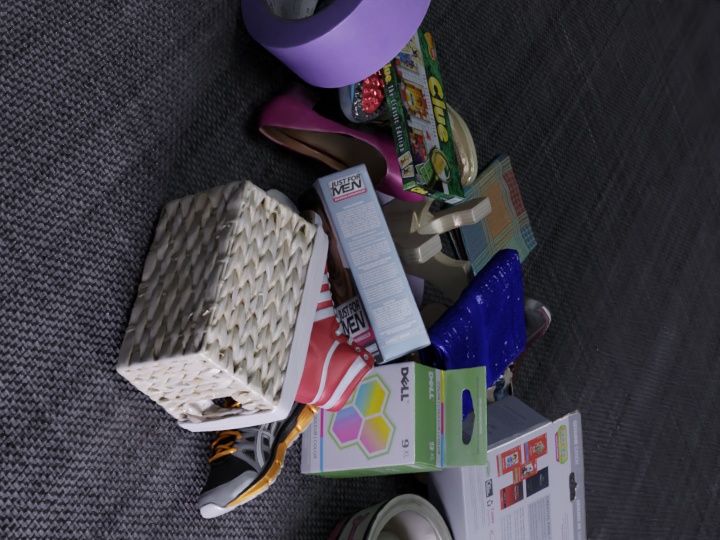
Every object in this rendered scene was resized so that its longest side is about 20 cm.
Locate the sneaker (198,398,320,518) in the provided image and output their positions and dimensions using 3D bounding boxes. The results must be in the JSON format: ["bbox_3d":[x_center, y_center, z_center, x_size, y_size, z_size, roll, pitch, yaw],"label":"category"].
[{"bbox_3d":[-0.110,0.160,1.304,0.078,0.078,0.201,51,39,-16],"label":"sneaker"}]

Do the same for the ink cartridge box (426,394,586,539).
[{"bbox_3d":[0.171,0.261,1.563,0.174,0.084,0.203,-18,116,-27],"label":"ink cartridge box"}]

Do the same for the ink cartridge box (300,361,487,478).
[{"bbox_3d":[0.032,0.155,1.388,0.059,0.198,0.105,21,65,-51],"label":"ink cartridge box"}]

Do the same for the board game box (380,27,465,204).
[{"bbox_3d":[0.064,-0.177,1.471,0.104,0.023,0.203,12,64,-57],"label":"board game box"}]

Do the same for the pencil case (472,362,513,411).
[{"bbox_3d":[0.160,0.205,1.641,0.078,0.088,0.202,-99,176,-68],"label":"pencil case"}]

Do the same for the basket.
[{"bbox_3d":[-0.129,0.031,1.249,0.123,0.134,0.202,39,52,-39],"label":"basket"}]

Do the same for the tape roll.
[{"bbox_3d":[-0.025,-0.301,1.414,0.085,0.198,0.203,33,56,-45],"label":"tape roll"}]

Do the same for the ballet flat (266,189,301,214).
[{"bbox_3d":[-0.059,0.011,1.410,0.069,0.069,0.203,-5,86,-55],"label":"ballet flat"}]

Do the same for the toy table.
[{"bbox_3d":[0.063,-0.044,1.555,0.184,0.116,0.202,-50,123,-47],"label":"toy table"}]

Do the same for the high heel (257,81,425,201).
[{"bbox_3d":[-0.021,-0.119,1.442,0.199,0.068,0.096,32,38,0],"label":"high heel"}]

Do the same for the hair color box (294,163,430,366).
[{"bbox_3d":[0.000,0.000,1.424,0.060,0.099,0.202,-18,85,-21],"label":"hair color box"}]

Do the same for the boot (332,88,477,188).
[{"bbox_3d":[0.049,-0.179,1.581,0.154,0.072,0.202,-15,76,-54],"label":"boot"}]

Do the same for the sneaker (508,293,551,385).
[{"bbox_3d":[0.183,0.108,1.670,0.200,0.075,0.117,91,17,-68],"label":"sneaker"}]

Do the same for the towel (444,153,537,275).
[{"bbox_3d":[0.178,-0.058,1.805,0.200,0.021,0.148,-42,117,-51],"label":"towel"}]

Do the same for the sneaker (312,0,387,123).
[{"bbox_3d":[-0.021,-0.238,1.489,0.079,0.095,0.202,38,38,-46],"label":"sneaker"}]

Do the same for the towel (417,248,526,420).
[{"bbox_3d":[0.132,0.084,1.509,0.200,0.049,0.149,-46,144,-42],"label":"towel"}]

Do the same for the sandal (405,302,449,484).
[{"bbox_3d":[0.077,0.142,1.565,0.069,0.077,0.215,11,79,-56],"label":"sandal"}]

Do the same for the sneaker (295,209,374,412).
[{"bbox_3d":[-0.040,0.045,1.343,0.112,0.071,0.202,27,56,-30],"label":"sneaker"}]

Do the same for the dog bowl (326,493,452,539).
[{"bbox_3d":[0.028,0.345,1.450,0.199,0.073,0.203,19,66,-52],"label":"dog bowl"}]
